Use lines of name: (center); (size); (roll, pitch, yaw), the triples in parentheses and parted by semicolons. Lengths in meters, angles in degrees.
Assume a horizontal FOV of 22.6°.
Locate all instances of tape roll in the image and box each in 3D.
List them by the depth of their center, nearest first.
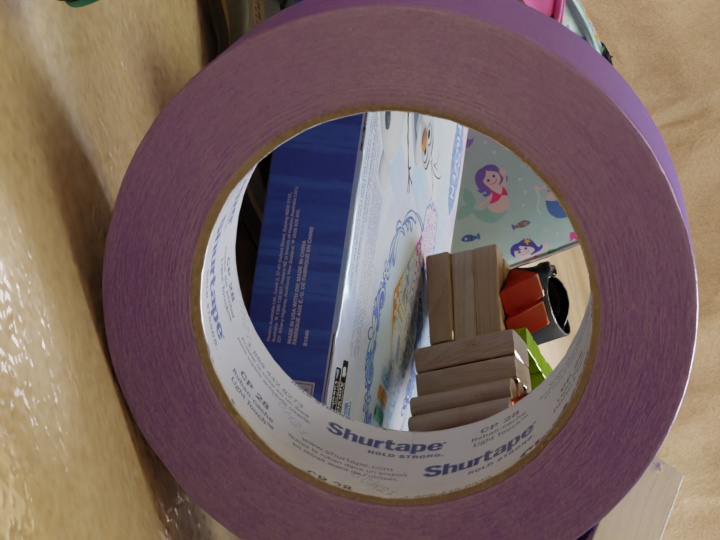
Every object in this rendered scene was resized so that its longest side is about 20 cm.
tape roll: (0.015, 0.005, 0.620); (0.066, 0.198, 0.202); (-63, 138, -72)

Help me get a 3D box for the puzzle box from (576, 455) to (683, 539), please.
puzzle box: (0.044, 0.166, 0.632); (0.133, 0.025, 0.201); (-52, -174, 50)

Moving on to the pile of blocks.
pile of blocks: (0.061, 0.066, 0.774); (0.201, 0.062, 0.083); (-76, 149, -53)

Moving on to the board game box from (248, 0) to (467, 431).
board game box: (0.000, 0.000, 0.799); (0.199, 0.043, 0.202); (31, 67, -74)

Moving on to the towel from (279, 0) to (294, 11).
towel: (-0.030, -0.232, 0.916); (0.153, 0.023, 0.202); (120, -34, -51)

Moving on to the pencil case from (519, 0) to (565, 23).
pencil case: (0.021, -0.139, 0.927); (0.093, 0.199, 0.091); (32, 78, -25)

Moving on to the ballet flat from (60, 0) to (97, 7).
ballet flat: (-0.089, -0.163, 0.656); (0.063, 0.068, 0.201); (55, 18, -24)

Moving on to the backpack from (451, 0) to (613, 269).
backpack: (0.075, -0.097, 1.116); (0.151, 0.176, 0.202); (-87, 157, -71)

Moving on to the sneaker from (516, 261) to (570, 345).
sneaker: (0.093, 0.028, 1.226); (0.200, 0.105, 0.076); (-50, 126, -76)

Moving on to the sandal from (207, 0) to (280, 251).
sandal: (-0.033, -0.077, 0.847); (0.082, 0.054, 0.202); (53, 28, -63)
